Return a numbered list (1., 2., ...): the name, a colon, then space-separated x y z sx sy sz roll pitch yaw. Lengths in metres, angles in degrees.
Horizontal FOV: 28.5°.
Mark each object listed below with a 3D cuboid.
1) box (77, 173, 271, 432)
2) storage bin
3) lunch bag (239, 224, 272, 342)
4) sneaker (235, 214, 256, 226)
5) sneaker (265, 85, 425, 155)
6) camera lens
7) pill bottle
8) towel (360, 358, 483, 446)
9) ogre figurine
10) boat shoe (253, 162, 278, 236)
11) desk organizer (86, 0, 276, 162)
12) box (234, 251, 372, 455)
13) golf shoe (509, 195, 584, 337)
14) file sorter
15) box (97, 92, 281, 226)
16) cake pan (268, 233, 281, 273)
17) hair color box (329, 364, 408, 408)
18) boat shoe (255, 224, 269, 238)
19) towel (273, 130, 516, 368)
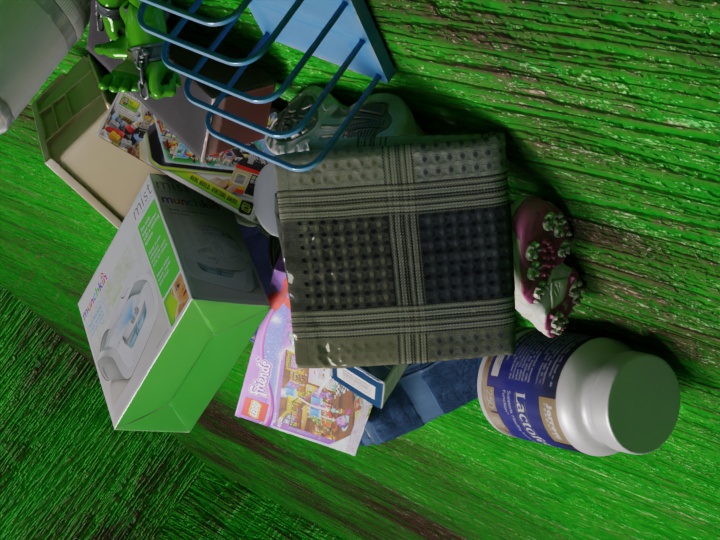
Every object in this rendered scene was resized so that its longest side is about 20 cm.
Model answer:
1. box: -0.194 0.035 1.456 0.096 0.201 0.177 7 -136 -36
2. storage bin: -0.260 -0.124 1.591 0.200 0.094 0.199 44 -174 -30
3. lunch bag: -0.124 0.009 1.699 0.198 0.137 0.132 24 168 -2
4. sneaker: -0.167 -0.131 1.544 0.084 0.075 0.201 25 156 51
5. sneaker: -0.008 -0.107 1.282 0.199 0.078 0.099 17 161 51
6. camera lens: -0.362 -0.243 1.373 0.159 0.201 0.160 32 163 11
7. pill bottle: 0.215 0.120 1.402 0.116 0.116 0.199 42 162 -25
8. towel: 0.071 0.120 1.531 0.112 0.198 0.049 61 -177 -42
9. ogre figurine: -0.196 -0.230 1.212 0.097 0.201 0.121 -1 116 1
10. boat shoe: -0.026 -0.055 1.296 0.066 0.071 0.199 12 -178 -37
11. desk organizer: -0.173 -0.196 1.346 0.200 0.077 0.072 43 136 29
12. box: -0.041 0.086 1.440 0.135 0.039 0.201 18 126 0
13. golf shoe: 0.142 -0.010 1.263 0.091 0.076 0.200 30 162 27
14. file sorter: -0.084 -0.192 1.109 0.138 0.123 0.200 24 160 30
15. box: -0.157 -0.138 1.417 0.199 0.111 0.035 28 -177 19
16. cake pan: 0.000 0.000 1.420 0.198 0.037 0.202 6 125 9
17. hair color box: 0.047 0.017 1.290 0.060 0.201 0.100 30 164 9
18. boat shoe: -0.096 -0.099 1.498 0.066 0.075 0.200 -26 122 21
19. towel: 0.029 -0.016 1.186 0.197 0.195 0.035 -4 -165 6
